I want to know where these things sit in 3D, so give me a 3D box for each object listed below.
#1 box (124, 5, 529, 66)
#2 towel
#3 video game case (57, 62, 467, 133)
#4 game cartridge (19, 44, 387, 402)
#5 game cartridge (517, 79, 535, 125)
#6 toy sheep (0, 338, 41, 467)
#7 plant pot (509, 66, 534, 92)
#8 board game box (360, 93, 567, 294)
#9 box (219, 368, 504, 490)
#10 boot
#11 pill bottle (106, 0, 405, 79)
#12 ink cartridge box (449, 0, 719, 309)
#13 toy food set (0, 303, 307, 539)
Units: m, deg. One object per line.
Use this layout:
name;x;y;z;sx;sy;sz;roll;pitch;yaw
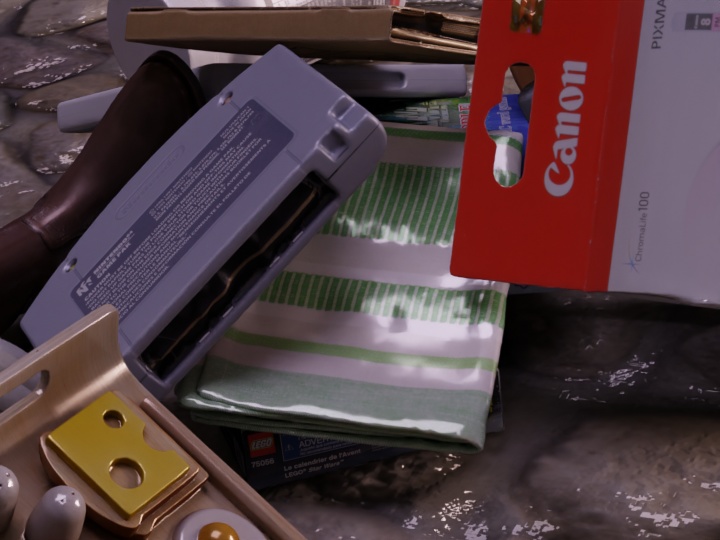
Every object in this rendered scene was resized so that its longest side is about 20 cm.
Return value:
box;-0.003;-0.127;1.219;0.199;0.021;0.163;5;3;43
towel;0.000;0.000;1.133;0.152;0.023;0.201;6;49;9
video game case;-0.064;-0.107;1.391;0.181;0.023;0.200;-3;-2;-34
game cartridge;-0.082;-0.020;1.116;0.200;0.041;0.133;-47;34;0
game cartridge;0.195;-0.066;1.168;0.199;0.133;0.042;-16;29;30
toy sheep;-0.197;0.094;1.045;0.137;0.138;0.200;-4;39;7
plant pot;0.175;-0.149;1.316;0.199;0.201;0.140;10;18;32
board game box;0.010;-0.041;1.268;0.198;0.041;0.200;-4;25;1
box;-0.019;0.040;1.202;0.136;0.040;0.200;-13;27;-12
boot;-0.182;-0.020;1.239;0.064;0.187;0.200;42;44;17
pill bottle;-0.072;-0.193;1.591;0.200;0.116;0.116;-28;33;-34
ink cartridge box;0.148;-0.065;1.073;0.199;0.163;0.057;7;-5;5
toy food set;-0.086;0.113;0.970;0.200;0.060;0.143;42;45;11
